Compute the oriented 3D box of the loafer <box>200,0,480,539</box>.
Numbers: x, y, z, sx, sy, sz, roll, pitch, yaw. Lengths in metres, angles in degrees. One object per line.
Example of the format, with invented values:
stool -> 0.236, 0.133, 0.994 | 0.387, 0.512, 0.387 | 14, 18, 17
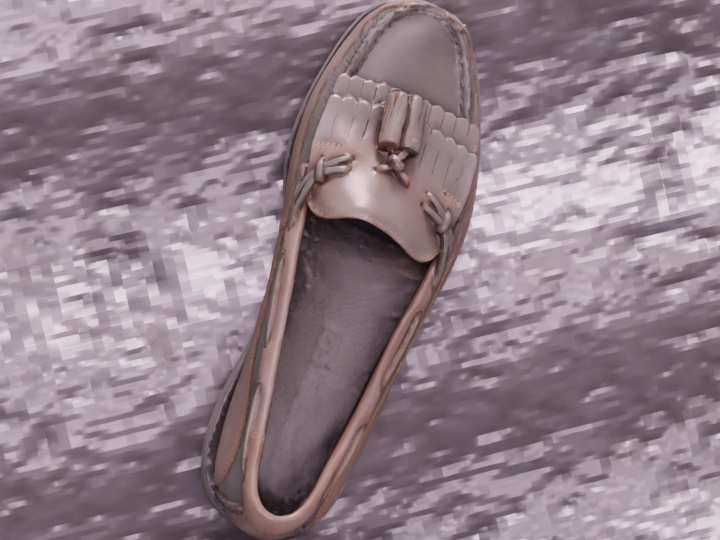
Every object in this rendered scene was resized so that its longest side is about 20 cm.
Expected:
loafer -> 0.000, 0.000, 0.764 | 0.072, 0.063, 0.200 | 19, 88, -9
